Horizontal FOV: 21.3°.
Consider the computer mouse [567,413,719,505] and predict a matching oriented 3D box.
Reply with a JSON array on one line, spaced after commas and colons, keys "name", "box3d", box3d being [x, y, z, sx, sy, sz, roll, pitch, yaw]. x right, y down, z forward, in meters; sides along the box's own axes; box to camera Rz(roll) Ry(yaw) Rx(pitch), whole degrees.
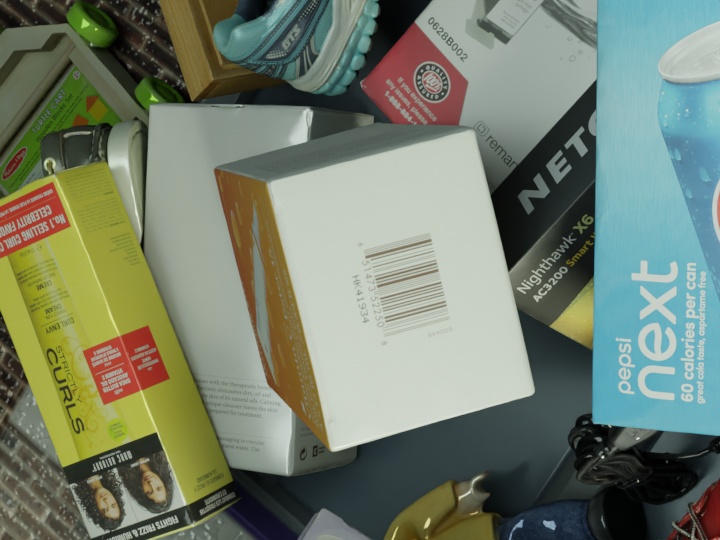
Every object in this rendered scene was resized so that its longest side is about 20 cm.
[{"name": "computer mouse", "box3d": [0.189, 0.047, 0.922, 0.200, 0.140, 0.046, -33, 63, 23]}]

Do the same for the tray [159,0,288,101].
[{"name": "tray", "box3d": [-0.075, -0.201, 1.069, 0.037, 0.098, 0.201, -31, 75, 59]}]

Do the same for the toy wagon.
[{"name": "toy wagon", "box3d": [-0.196, -0.090, 1.167, 0.200, 0.040, 0.155, 48, 110, 19]}]

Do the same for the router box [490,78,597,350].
[{"name": "router box", "box3d": [0.171, -0.043, 0.916, 0.200, 0.157, 0.052, -48, 37, 20]}]

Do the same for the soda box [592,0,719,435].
[{"name": "soda box", "box3d": [0.140, -0.035, 0.814, 0.068, 0.064, 0.201, 5, 103, 25]}]

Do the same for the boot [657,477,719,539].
[{"name": "boot", "box3d": [0.150, 0.139, 0.905, 0.144, 0.073, 0.200, -4, 127, -3]}]

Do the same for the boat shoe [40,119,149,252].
[{"name": "boat shoe", "box3d": [-0.143, 0.013, 1.103, 0.060, 0.072, 0.202, -2, 107, 11]}]

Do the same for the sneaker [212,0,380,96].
[{"name": "sneaker", "box3d": [-0.028, -0.195, 0.994, 0.078, 0.086, 0.201, 14, 97, 63]}]

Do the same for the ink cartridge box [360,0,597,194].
[{"name": "ink cartridge box", "box3d": [0.121, -0.117, 0.980, 0.147, 0.083, 0.200, 48, 111, 19]}]

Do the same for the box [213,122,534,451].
[{"name": "box", "box3d": [0.000, 0.000, 0.920, 0.097, 0.200, 0.125, -15, 97, -9]}]

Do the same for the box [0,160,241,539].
[{"name": "box", "box3d": [-0.139, 0.048, 1.033, 0.075, 0.050, 0.201, -20, 90, 30]}]

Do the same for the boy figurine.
[{"name": "boy figurine", "box3d": [0.058, 0.175, 1.029, 0.200, 0.064, 0.125, -19, 83, 27]}]

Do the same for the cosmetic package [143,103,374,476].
[{"name": "cosmetic package", "box3d": [-0.059, 0.008, 1.073, 0.107, 0.085, 0.201, 6, 93, 27]}]

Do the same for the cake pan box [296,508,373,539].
[{"name": "cake pan box", "box3d": [0.040, 0.221, 0.963, 0.200, 0.184, 0.052, 31, 63, 7]}]
